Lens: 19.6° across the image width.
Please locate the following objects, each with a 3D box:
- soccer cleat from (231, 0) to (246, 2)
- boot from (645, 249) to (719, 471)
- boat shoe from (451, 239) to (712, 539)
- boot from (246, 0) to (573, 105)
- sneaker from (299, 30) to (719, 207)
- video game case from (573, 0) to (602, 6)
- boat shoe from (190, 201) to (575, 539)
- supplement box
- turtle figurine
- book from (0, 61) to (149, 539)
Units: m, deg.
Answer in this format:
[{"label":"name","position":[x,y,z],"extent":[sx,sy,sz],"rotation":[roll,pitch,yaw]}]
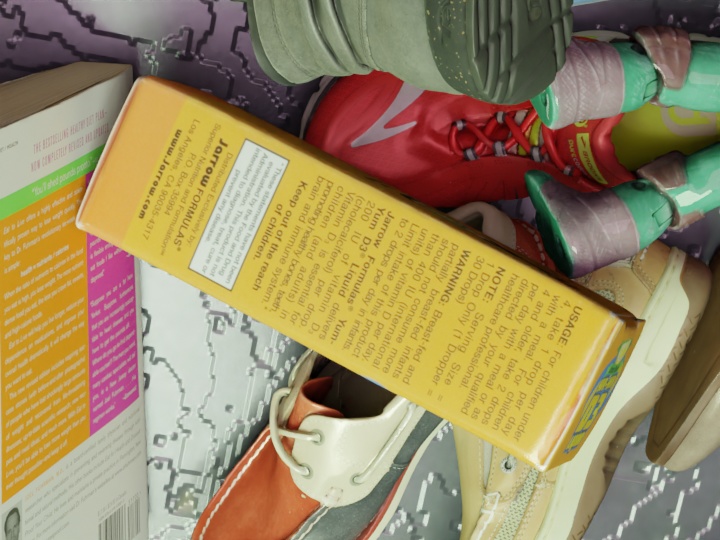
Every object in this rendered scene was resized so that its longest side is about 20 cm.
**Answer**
[{"label":"soccer cleat","position":[0.032,-0.146,0.772],"extent":[0.198,0.070,0.087],"rotation":[-1,108,7]},{"label":"boot","position":[0.221,0.014,0.856],"extent":[0.145,0.070,0.201],"rotation":[22,103,-14]},{"label":"boat shoe","position":[0.066,0.070,0.862],"extent":[0.076,0.072,0.201],"rotation":[28,92,-1]},{"label":"boot","position":[0.007,-0.155,0.693],"extent":[0.067,0.130,0.201],"rotation":[-9,107,-44]},{"label":"sneaker","position":[0.075,-0.059,0.809],"extent":[0.198,0.085,0.078],"rotation":[-6,106,-4]},{"label":"video game case","position":[0.143,-0.214,0.805],"extent":[0.181,0.022,0.201],"rotation":[-10,107,-3]},{"label":"boat shoe","position":[-0.001,0.054,0.828],"extent":[0.200,0.071,0.062],"rotation":[-45,143,10]},{"label":"supplement box","position":[0.000,0.000,0.763],"extent":[0.199,0.067,0.069],"rotation":[25,95,16]},{"label":"turtle figurine","position":[0.156,-0.067,0.739],"extent":[0.199,0.101,0.151],"rotation":[-15,105,-9]},{"label":"book","position":[-0.121,0.031,0.790],"extent":[0.048,0.134,0.201],"rotation":[6,106,20]}]
